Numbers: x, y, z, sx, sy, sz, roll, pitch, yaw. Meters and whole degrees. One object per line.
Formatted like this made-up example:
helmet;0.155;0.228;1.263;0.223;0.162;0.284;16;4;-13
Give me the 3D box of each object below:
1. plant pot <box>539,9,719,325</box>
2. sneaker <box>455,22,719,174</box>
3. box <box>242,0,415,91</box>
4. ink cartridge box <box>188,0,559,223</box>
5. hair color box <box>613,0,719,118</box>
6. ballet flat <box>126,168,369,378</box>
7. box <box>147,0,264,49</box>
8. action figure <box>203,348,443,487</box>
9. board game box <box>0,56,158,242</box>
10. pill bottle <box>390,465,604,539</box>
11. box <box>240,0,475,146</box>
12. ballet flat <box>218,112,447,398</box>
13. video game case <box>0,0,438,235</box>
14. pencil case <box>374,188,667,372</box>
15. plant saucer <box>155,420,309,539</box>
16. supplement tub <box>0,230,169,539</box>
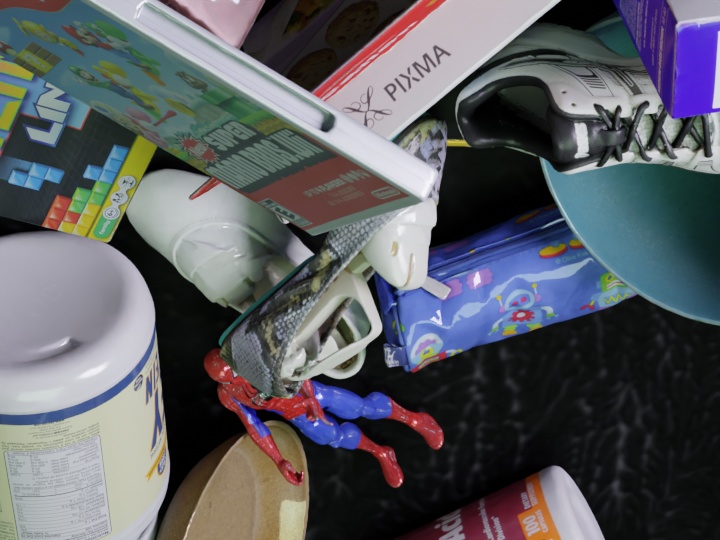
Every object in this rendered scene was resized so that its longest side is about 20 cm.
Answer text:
plant pot;0.222;-0.087;1.167;0.135;0.200;0.200;-41;148;-39
sneaker;0.143;-0.077;1.073;0.200;0.088;0.076;10;126;34
box;0.021;-0.164;1.065;0.200;0.039;0.041;-38;130;19
ink cartridge box;0.019;-0.099;1.040;0.200;0.176;0.045;-39;93;20
hair color box;0.187;-0.169;1.057;0.109;0.200;0.065;-9;131;-6
ballet flat;-0.062;0.006;1.244;0.069;0.069;0.200;-38;129;20
box;-0.133;-0.206;0.908;0.166;0.200;0.164;39;70;-37
action figure;-0.021;0.105;1.307;0.200;0.099;0.065;29;112;-39
board game box;-0.180;-0.121;1.109;0.165;0.057;0.200;13;127;-25
pill bottle;0.077;0.230;1.446;0.200;0.114;0.114;-27;132;10
box;0.016;-0.162;1.126;0.160;0.049;0.200;2;131;-13
ballet flat;0.000;0.000;1.176;0.072;0.072;0.200;28;113;-33
video game case;-0.077;-0.077;0.897;0.200;0.143;0.017;30;75;-16
pencil case;0.102;0.001;1.270;0.200;0.078;0.087;-18;155;1
plant saucer;-0.094;0.194;1.348;0.035;0.200;0.200;14;137;22
supplement tub;-0.192;0.092;1.234;0.145;0.145;0.200;-7;133;-8
